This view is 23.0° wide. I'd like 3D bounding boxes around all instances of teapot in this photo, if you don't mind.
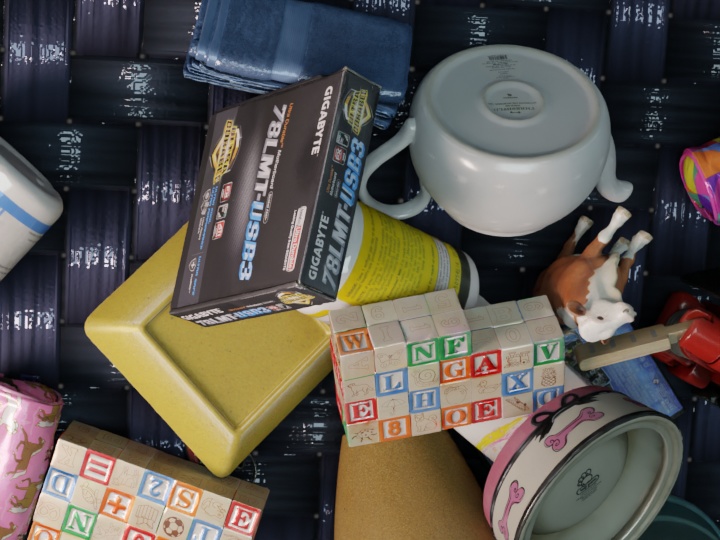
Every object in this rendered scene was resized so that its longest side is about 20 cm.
[{"bbox_3d":[0.128,-0.100,1.624,0.199,0.197,0.146,29,140,21],"label":"teapot"}]

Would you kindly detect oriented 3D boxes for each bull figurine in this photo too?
[{"bbox_3d":[0.212,0.008,1.632,0.065,0.200,0.122,37,82,-11],"label":"bull figurine"}]

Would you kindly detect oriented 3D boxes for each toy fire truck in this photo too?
[{"bbox_3d":[0.302,0.073,1.659,0.199,0.176,0.129,29,90,-13],"label":"toy fire truck"}]

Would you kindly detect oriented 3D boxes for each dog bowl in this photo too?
[{"bbox_3d":[0.195,0.191,1.603,0.200,0.074,0.201,-24,137,-25],"label":"dog bowl"}]

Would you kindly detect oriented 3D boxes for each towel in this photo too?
[{"bbox_3d":[-0.054,-0.198,1.602,0.199,0.112,0.049,12,143,-2],"label":"towel"}]

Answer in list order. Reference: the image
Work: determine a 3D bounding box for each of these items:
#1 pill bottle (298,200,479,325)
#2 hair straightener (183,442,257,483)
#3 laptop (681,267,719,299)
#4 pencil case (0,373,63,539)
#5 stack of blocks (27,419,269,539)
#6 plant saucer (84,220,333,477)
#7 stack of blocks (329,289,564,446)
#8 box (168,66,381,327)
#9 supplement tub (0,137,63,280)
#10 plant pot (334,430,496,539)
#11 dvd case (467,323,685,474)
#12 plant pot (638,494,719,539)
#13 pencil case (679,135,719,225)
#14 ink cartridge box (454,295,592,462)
[{"bbox_3d":[0.000,0.000,1.612,0.199,0.114,0.115,25,96,-31],"label":"pill bottle"},{"bbox_3d":[-0.136,0.141,1.679,0.077,0.041,0.201,-12,96,-7],"label":"hair straightener"},{"bbox_3d":[0.434,0.053,1.671,0.199,0.187,0.117,-11,99,-7],"label":"laptop"},{"bbox_3d":[-0.339,0.195,1.640,0.082,0.086,0.201,14,97,-24],"label":"pencil case"},{"bbox_3d":[-0.198,0.232,1.654,0.199,0.059,0.116,19,104,0],"label":"stack of blocks"},{"bbox_3d":[-0.118,0.056,1.636,0.200,0.048,0.200,-45,104,-16],"label":"plant saucer"},{"bbox_3d":[0.077,0.079,1.574,0.199,0.059,0.116,-10,131,-6],"label":"stack of blocks"},{"bbox_3d":[-0.076,-0.059,1.528,0.050,0.198,0.201,23,70,-33],"label":"box"},{"bbox_3d":[-0.373,-0.027,1.571,0.132,0.132,0.200,42,91,-13],"label":"supplement tub"},{"bbox_3d":[0.048,0.243,1.671,0.185,0.186,0.201,-13,87,-6],"label":"plant pot"},{"bbox_3d":[0.203,0.137,1.741,0.200,0.018,0.143,-34,103,-2],"label":"dvd case"},{"bbox_3d":[0.297,0.336,1.700,0.199,0.196,0.201,-1,99,-8],"label":"plant pot"},{"bbox_3d":[0.409,-0.108,1.696,0.199,0.088,0.089,-19,102,-3],"label":"pencil case"},{"bbox_3d":[0.138,0.116,1.684,0.200,0.067,0.117,39,93,-13],"label":"ink cartridge box"}]
